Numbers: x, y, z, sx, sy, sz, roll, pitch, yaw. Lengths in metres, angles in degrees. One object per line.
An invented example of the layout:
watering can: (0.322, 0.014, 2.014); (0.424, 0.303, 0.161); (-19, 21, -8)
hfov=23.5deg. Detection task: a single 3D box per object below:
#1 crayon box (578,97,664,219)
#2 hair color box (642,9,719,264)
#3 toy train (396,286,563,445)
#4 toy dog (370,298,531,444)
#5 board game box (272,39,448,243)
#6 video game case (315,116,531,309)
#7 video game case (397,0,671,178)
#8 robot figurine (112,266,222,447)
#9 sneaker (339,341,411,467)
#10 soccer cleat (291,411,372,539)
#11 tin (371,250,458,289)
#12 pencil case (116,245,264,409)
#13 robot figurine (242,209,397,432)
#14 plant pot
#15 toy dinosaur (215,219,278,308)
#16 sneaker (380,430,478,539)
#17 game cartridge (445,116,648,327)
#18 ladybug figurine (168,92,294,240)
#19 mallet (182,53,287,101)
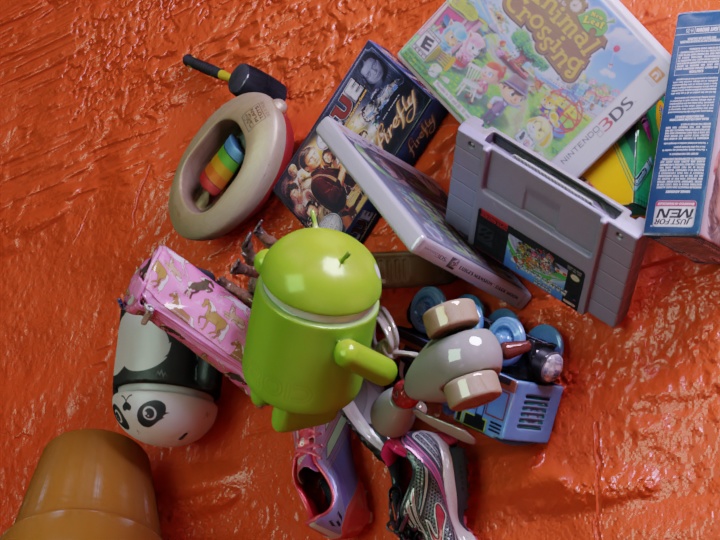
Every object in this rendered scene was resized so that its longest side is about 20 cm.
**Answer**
crayon box: (0.196, -0.097, 1.641); (0.199, 0.058, 0.120); (-10, 69, 42)
hair color box: (0.309, -0.114, 1.508); (0.060, 0.100, 0.203); (3, 78, 41)
toy train: (0.108, 0.089, 1.646); (0.199, 0.086, 0.116); (21, 97, 46)
toy dog: (0.084, 0.093, 1.567); (0.199, 0.095, 0.134); (-7, 87, 64)
board game box: (-0.002, -0.129, 1.861); (0.201, 0.034, 0.136); (-57, 46, 13)
video game case: (0.061, -0.056, 1.669); (0.023, 0.181, 0.200); (-49, 48, 14)
video game case: (0.161, -0.187, 1.564); (0.200, 0.022, 0.182); (46, 113, 1)
robot figurine: (-0.213, 0.094, 1.923); (0.150, 0.123, 0.203); (110, 165, -74)
sneaker: (0.013, 0.120, 1.736); (0.079, 0.074, 0.201); (-32, 58, 2)
soccer cleat: (-0.044, 0.181, 1.764); (0.067, 0.076, 0.202); (-37, 54, 29)
tin: (0.000, 0.000, 1.720); (0.197, 0.112, 0.042); (-2, 87, 5)
pencil case: (-0.155, 0.060, 1.814); (0.087, 0.199, 0.083); (-59, 15, -21)
robot figurine: (-0.045, 0.050, 1.587); (0.176, 0.115, 0.202); (46, 134, 44)
plant pot: (-0.301, 0.286, 1.913); (0.199, 0.199, 0.185); (-34, 39, 31)
toy dinosaur: (-0.079, 0.022, 1.854); (0.086, 0.135, 0.200); (-57, 8, -25)
sneaker: (0.062, 0.251, 1.627); (0.081, 0.074, 0.202); (-38, 54, 48)
game cartridge: (0.165, -0.041, 1.573); (0.199, 0.038, 0.131); (33, 140, 23)
ladybug figurine: (-0.139, -0.114, 1.961); (0.200, 0.072, 0.137); (-46, 50, 26)
mallet: (-0.165, -0.232, 2.034); (0.199, 0.066, 0.042); (28, 91, 46)
